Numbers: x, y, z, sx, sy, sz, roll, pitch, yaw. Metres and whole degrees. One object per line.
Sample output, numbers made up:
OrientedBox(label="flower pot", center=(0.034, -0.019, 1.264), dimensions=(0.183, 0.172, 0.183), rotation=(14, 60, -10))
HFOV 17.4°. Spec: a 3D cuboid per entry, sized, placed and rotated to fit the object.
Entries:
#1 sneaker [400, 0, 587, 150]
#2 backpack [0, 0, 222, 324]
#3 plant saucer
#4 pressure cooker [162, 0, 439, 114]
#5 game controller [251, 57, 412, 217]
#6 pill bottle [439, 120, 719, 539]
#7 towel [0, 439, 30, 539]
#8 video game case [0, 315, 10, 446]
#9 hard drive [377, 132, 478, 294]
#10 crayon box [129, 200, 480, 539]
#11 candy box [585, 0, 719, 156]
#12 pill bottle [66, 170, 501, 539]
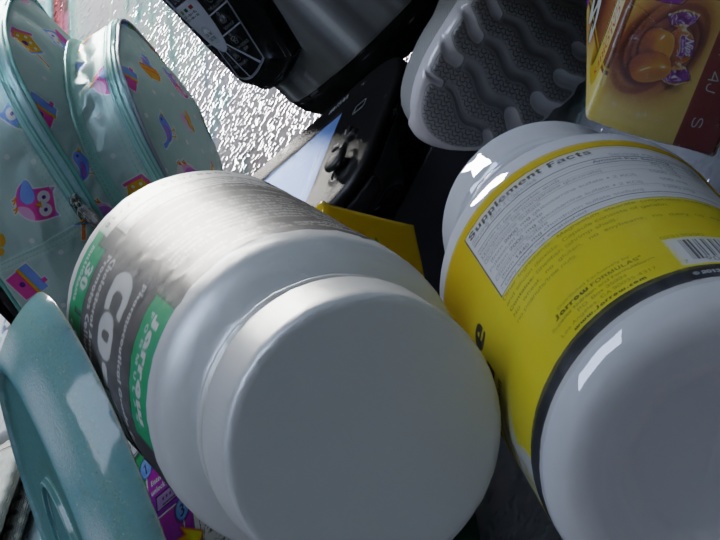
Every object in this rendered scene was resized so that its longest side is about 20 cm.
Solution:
OrientedBox(label="sneaker", center=(0.073, -0.135, 1.075), dimensions=(0.082, 0.075, 0.201), rotation=(3, 54, 51))
OrientedBox(label="backpack", center=(-0.167, -0.059, 1.331), dimensions=(0.153, 0.200, 0.176), rotation=(-35, 28, 15))
OrientedBox(label="plant saucer", center=(-0.101, 0.107, 0.909), dimensions=(0.027, 0.201, 0.200), rotation=(-21, 18, -14))
OrientedBox(label="pressure cooker", center=(-0.036, -0.200, 1.183), dimensions=(0.176, 0.200, 0.179), rotation=(-41, 13, 24))
OrientedBox(label="game controller", center=(-0.041, -0.024, 1.117), dimensions=(0.200, 0.042, 0.105), rotation=(-37, 32, 42))
OrientedBox(label="pill bottle", center=(0.090, 0.019, 0.810), dimensions=(0.112, 0.112, 0.200), rotation=(-55, 23, 12))
OrientedBox(label="towel", center=(-0.266, 0.210, 1.433), dimensions=(0.192, 0.034, 0.201), rotation=(-35, 34, 45))
OrientedBox(label="video game case", center=(-0.235, 0.054, 1.566), dimensions=(0.200, 0.024, 0.183), rotation=(-28, 38, 52))
OrientedBox(label="hard drive", center=(0.000, 0.000, 1.112), dimensions=(0.201, 0.042, 0.135), rotation=(-62, 22, -4))
OrientedBox(label="crayon box", center=(-0.040, 0.098, 1.000), dimensions=(0.200, 0.058, 0.174), rotation=(-40, 48, 39))
OrientedBox(label="candy box", center=(0.130, -0.148, 0.919), dimensions=(0.200, 0.056, 0.117), rotation=(-83, 10, -57))
OrientedBox(label="pill bottle", center=(-0.030, 0.034, 0.831), dimensions=(0.114, 0.113, 0.200), rotation=(-60, 22, 0))
